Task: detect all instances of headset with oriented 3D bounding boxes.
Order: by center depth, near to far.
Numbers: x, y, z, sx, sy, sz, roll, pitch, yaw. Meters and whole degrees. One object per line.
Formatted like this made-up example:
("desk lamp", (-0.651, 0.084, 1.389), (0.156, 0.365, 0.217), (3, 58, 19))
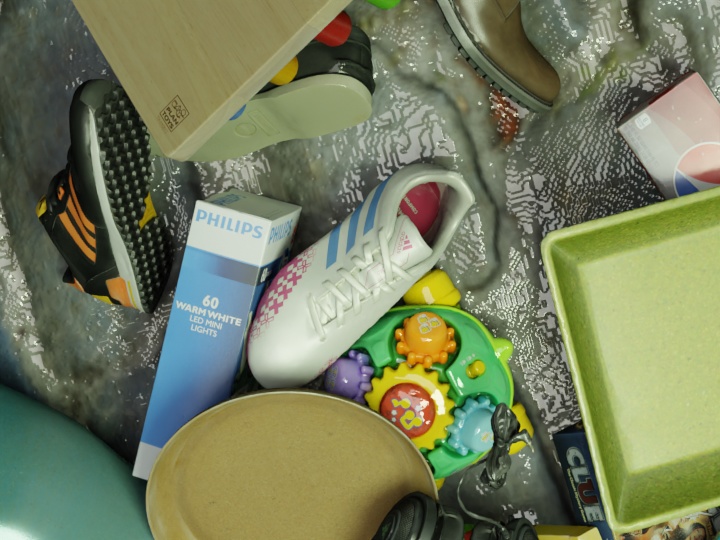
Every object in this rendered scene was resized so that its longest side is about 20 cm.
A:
("headset", (0.070, 0.178, 1.232), (0.123, 0.094, 0.201), (13, 139, 0))

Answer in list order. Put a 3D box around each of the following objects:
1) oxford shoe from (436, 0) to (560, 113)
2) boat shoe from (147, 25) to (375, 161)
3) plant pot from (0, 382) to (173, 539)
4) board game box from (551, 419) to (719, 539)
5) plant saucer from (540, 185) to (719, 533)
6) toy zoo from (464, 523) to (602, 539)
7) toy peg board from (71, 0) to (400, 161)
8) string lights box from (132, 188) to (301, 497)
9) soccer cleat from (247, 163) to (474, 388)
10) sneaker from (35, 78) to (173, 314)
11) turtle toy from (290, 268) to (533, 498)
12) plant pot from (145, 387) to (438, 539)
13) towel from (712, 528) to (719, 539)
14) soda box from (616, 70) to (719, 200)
("oxford shoe", (0.088, -0.191, 1.246), (0.084, 0.073, 0.200), (-32, 117, 12))
("boat shoe", (-0.084, -0.126, 1.314), (0.200, 0.074, 0.063), (-10, 57, 21))
("plant pot", (-0.237, 0.190, 1.320), (0.187, 0.200, 0.201), (21, 101, -9))
("board game box", (0.215, 0.185, 1.277), (0.035, 0.135, 0.201), (-10, 99, 52))
("plant saucer", (0.228, 0.047, 1.210), (0.198, 0.048, 0.201), (-15, 96, -6))
("toy zoo", (0.128, 0.241, 1.284), (0.199, 0.020, 0.132), (-10, 98, 54))
("toy peg board", (-0.081, -0.203, 1.259), (0.199, 0.098, 0.201), (-42, 63, 19))
("string lights box", (-0.101, 0.048, 1.317), (0.059, 0.103, 0.201), (16, 100, 8))
("soccer cleat", (0.000, 0.000, 1.264), (0.070, 0.086, 0.200), (46, 72, -18))
("sneaker", (-0.193, -0.050, 1.296), (0.089, 0.070, 0.201), (8, 137, 16))
("turtle toy", (0.021, 0.100, 1.305), (0.199, 0.101, 0.146), (-30, 92, 14))
("plant pot", (-0.046, 0.154, 1.262), (0.198, 0.028, 0.201), (0, 125, 0))
("towel", (0.243, 0.263, 1.247), (0.200, 0.022, 0.147), (-49, 127, -25))
("soda box", (0.258, -0.037, 1.269), (0.070, 0.063, 0.201), (-34, 92, 10))
